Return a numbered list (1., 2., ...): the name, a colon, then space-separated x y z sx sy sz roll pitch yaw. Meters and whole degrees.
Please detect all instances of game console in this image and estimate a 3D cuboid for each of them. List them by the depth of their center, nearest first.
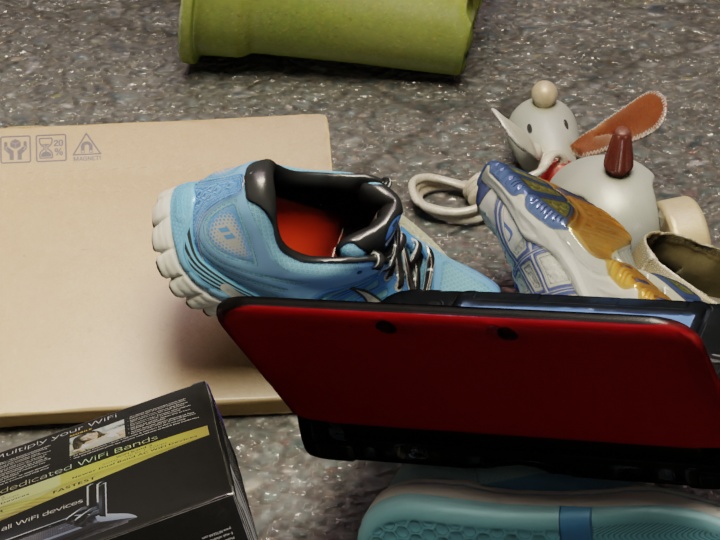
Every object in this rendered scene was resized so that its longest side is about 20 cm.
1. game console: 0.067 0.020 0.938 0.198 0.120 0.173 3 33 22

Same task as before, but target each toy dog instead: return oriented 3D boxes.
1. toy dog: 0.122 -0.063 1.252 0.131 0.097 0.200 -17 34 -29

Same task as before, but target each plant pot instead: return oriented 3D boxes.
1. plant pot: -0.005 -0.212 1.451 0.182 0.202 0.201 13 30 2

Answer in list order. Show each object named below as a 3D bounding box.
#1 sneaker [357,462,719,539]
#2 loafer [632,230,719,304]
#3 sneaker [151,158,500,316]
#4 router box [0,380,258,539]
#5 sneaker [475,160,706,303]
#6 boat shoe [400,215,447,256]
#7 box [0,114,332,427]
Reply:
1. sneaker: 0.107 0.097 0.989 0.198 0.080 0.131 7 31 12
2. loafer: 0.216 0.028 1.120 0.198 0.068 0.076 9 31 16
3. sneaker: 0.000 0.000 1.075 0.199 0.090 0.079 19 55 -37
4. router box: -0.140 0.119 0.890 0.198 0.053 0.157 -19 15 -3
5. sneaker: 0.101 0.018 1.112 0.075 0.089 0.200 16 21 -34
6. boat shoe: -0.041 -0.014 1.207 0.198 0.063 0.075 20 29 4
7. box: -0.108 -0.001 1.138 0.198 0.021 0.165 -3 64 -6
